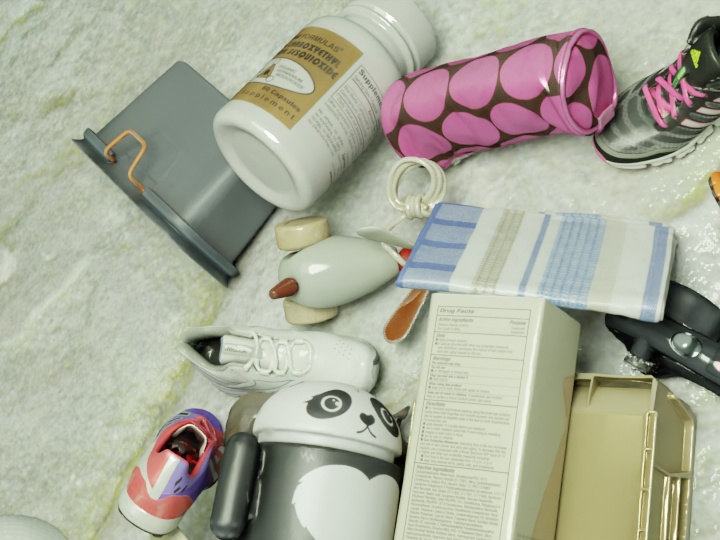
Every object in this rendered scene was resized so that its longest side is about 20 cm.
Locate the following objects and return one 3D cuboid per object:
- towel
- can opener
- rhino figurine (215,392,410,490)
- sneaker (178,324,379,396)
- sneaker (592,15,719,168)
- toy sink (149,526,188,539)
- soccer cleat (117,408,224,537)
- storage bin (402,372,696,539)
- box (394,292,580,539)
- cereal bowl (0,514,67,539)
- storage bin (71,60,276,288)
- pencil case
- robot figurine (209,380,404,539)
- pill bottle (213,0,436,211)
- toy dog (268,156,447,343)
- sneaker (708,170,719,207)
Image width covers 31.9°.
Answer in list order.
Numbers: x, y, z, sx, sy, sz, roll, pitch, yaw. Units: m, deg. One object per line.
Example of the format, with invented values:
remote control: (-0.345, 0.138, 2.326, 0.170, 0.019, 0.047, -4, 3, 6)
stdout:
towel: (0.139, -0.008, 0.961, 0.198, 0.147, 0.024, 6, 118, 14)
can opener: (0.266, 0.071, 0.919, 0.200, 0.063, 0.079, 35, 93, 35)
rhino figurine: (-0.027, 0.147, 1.067, 0.198, 0.060, 0.088, -1, 92, 17)
sneaker: (-0.076, 0.084, 1.114, 0.199, 0.087, 0.075, -1, 73, 31)
sneaker: (0.263, -0.150, 0.979, 0.199, 0.087, 0.074, -26, 62, 23)
toy sink: (-0.161, 0.309, 1.041, 0.112, 0.131, 0.200, -30, 54, -22)
soccer cleat: (-0.147, 0.155, 1.082, 0.068, 0.200, 0.073, 32, 106, 0)
storage bin: (0.136, 0.182, 0.946, 0.199, 0.094, 0.200, -1, 73, 32)
box: (0.090, 0.122, 0.890, 0.094, 0.078, 0.202, 3, 75, 32)
cereal bowl: (-0.362, 0.332, 1.211, 0.199, 0.083, 0.202, -10, 69, 28)
storage bin: (-0.164, -0.107, 1.209, 0.134, 0.146, 0.200, -48, 55, -3)
pencil case: (0.116, -0.135, 1.041, 0.199, 0.091, 0.094, -6, 115, 46)
robot figurine: (-0.032, 0.185, 0.960, 0.124, 0.150, 0.202, 4, 74, 16)
pill bottle: (-0.026, -0.158, 1.115, 0.114, 0.115, 0.200, 26, 63, 35)
toy dog: (0.000, 0.000, 1.076, 0.199, 0.096, 0.132, -25, 98, 28)
sneaker: (0.329, -0.012, 0.904, 0.078, 0.075, 0.201, -35, 61, 14)
